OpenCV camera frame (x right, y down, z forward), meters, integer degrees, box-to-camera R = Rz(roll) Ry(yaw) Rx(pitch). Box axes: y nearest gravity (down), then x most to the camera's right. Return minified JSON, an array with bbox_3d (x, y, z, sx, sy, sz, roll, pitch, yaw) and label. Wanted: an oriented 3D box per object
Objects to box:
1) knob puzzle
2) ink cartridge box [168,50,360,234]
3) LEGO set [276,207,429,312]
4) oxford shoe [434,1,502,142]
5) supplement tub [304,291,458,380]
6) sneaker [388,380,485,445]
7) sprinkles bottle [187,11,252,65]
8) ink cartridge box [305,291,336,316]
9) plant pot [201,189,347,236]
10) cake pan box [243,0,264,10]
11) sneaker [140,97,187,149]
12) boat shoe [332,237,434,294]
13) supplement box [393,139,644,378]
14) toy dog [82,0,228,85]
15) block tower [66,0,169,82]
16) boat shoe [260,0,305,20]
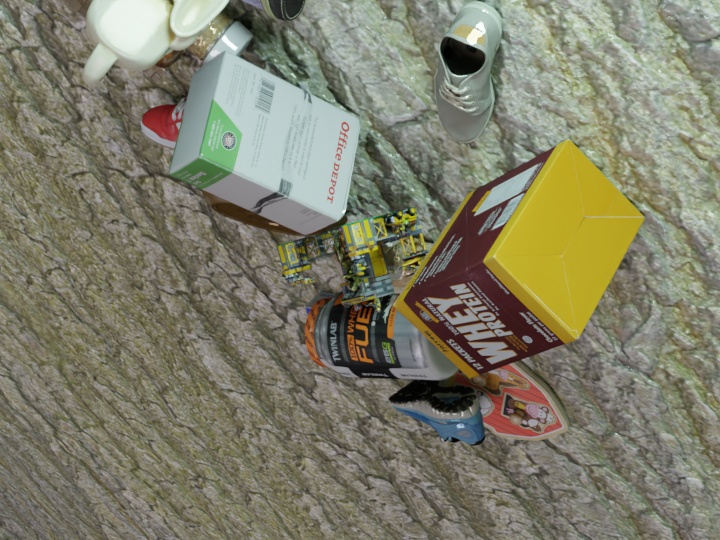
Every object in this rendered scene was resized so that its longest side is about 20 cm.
[{"bbox_3d":[0.202,0.188,1.926,0.219,0.030,0.220,23,145,17],"label":"knob puzzle"},{"bbox_3d":[-0.111,-0.148,1.614,0.200,0.146,0.084,25,153,-29],"label":"ink cartridge box"},{"bbox_3d":[0.000,0.000,1.675,0.200,0.154,0.116,-15,90,41],"label":"LEGO set"},{"bbox_3d":[0.111,-0.207,1.483,0.075,0.058,0.200,24,147,12],"label":"oxford shoe"},{"bbox_3d":[0.032,0.084,1.810,0.200,0.123,0.123,-2,132,35],"label":"supplement tub"},{"bbox_3d":[0.111,0.211,1.947,0.200,0.078,0.090,14,133,62],"label":"sneaker"},{"bbox_3d":[-0.225,-0.321,1.625,0.200,0.068,0.068,39,147,-6],"label":"sprinkles bottle"},{"bbox_3d":[0.022,0.093,1.941,0.200,0.044,0.094,10,130,33],"label":"ink cartridge box"},{"bbox_3d":[-0.116,-0.077,1.782,0.199,0.028,0.200,12,171,2],"label":"plant pot"},{"bbox_3d":[-0.174,-0.404,1.493,0.200,0.052,0.184,28,144,12],"label":"cake pan box"},{"bbox_3d":[-0.205,-0.210,1.745,0.199,0.071,0.113,10,144,21],"label":"sneaker"},{"bbox_3d":[0.042,-0.016,1.770,0.200,0.074,0.069,-3,127,38],"label":"boat shoe"},{"bbox_3d":[0.179,-0.009,1.543,0.133,0.197,0.200,43,147,-13],"label":"supplement box"},{"bbox_3d":[-0.233,-0.281,1.502,0.139,0.194,0.200,25,-177,-10],"label":"toy dog"},{"bbox_3d":[-0.310,-0.331,1.700,0.200,0.058,0.054,41,147,-12],"label":"block tower"},{"bbox_3d":[-0.065,-0.341,1.453,0.065,0.073,0.200,31,147,15],"label":"boat shoe"}]
